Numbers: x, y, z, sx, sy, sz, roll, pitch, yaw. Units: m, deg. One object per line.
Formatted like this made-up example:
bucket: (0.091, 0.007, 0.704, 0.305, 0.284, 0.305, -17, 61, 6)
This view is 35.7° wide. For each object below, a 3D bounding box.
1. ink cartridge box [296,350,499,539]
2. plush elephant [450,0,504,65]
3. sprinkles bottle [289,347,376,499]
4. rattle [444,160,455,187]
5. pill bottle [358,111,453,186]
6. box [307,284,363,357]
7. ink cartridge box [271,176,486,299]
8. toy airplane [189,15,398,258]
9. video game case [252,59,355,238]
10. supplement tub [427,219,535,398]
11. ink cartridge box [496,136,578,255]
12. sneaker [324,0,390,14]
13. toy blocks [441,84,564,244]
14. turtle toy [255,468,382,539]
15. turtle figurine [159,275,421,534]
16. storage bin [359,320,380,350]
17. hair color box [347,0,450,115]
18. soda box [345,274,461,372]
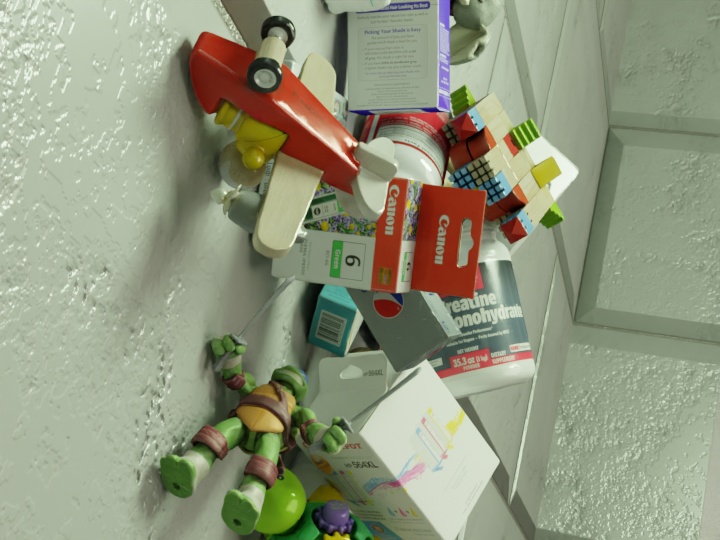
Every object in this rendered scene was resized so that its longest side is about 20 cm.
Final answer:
ink cartridge box: (0.030, 0.184, 1.216, 0.201, 0.127, 0.126, 53, 54, -20)
plush elephant: (0.108, -0.348, 1.375, 0.201, 0.152, 0.167, 62, 40, -59)
sprinkles bottle: (-0.020, 0.182, 1.330, 0.201, 0.067, 0.069, -63, 153, -46)
rattle: (0.085, -0.093, 1.543, 0.145, 0.129, 0.200, -64, -178, -18)
pill bottle: (0.046, -0.120, 1.305, 0.202, 0.110, 0.114, -74, 161, -49)
box: (0.000, 0.000, 1.317, 0.201, 0.048, 0.083, -63, 172, -45)
ink cartridge box: (0.016, -0.037, 1.079, 0.050, 0.196, 0.111, -1, 98, -69)
toy airplane: (-0.063, -0.109, 0.992, 0.199, 0.140, 0.202, -9, 74, -57)
video game case: (-0.055, -0.107, 1.188, 0.200, 0.023, 0.186, 16, 82, -71)
supplement tub: (0.124, 0.047, 1.349, 0.140, 0.138, 0.204, 13, 63, -71)
ink cartridge box: (0.189, -0.069, 1.493, 0.146, 0.085, 0.200, -45, 174, -28)
sneaker: (0.005, -0.375, 1.184, 0.070, 0.079, 0.204, -38, 131, -61)
toy blocks: (0.152, -0.115, 1.297, 0.202, 0.099, 0.137, 59, 31, -6)
turtle toy: (-0.051, 0.291, 1.166, 0.146, 0.200, 0.101, -44, -176, -25)
turtle figurine: (-0.085, 0.123, 1.017, 0.145, 0.198, 0.195, 52, 42, -15)
storage bin: (0.090, 0.073, 1.512, 0.201, 0.132, 0.148, 60, 42, -59)
hair color box: (0.043, -0.279, 1.253, 0.065, 0.107, 0.204, -12, 102, -71)
soda box: (0.019, 0.000, 1.140, 0.202, 0.068, 0.063, 58, 16, 11)
